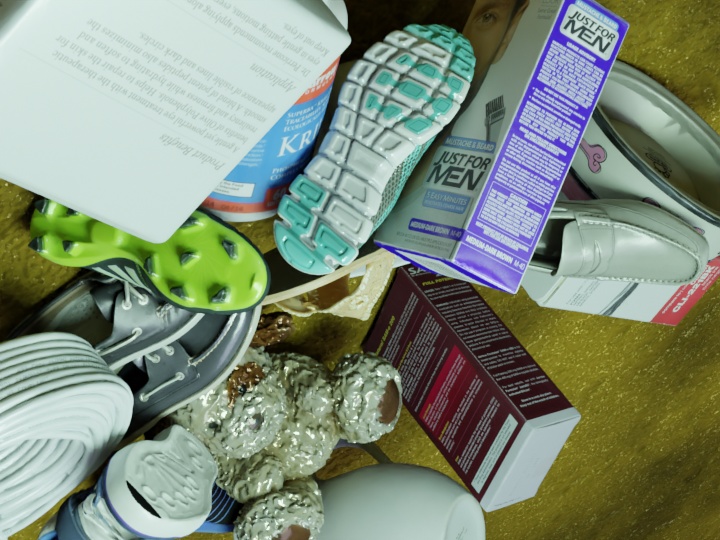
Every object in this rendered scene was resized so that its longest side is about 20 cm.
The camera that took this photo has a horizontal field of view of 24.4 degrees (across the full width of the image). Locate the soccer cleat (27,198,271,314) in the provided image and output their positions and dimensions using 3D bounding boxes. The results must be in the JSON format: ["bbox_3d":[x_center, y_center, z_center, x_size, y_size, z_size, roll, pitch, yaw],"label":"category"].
[{"bbox_3d":[-0.135,-0.015,1.136,0.081,0.200,0.068,7,96,-60],"label":"soccer cleat"}]

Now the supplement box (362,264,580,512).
[{"bbox_3d":[0.092,0.096,1.438,0.061,0.200,0.109,-12,141,-37],"label":"supplement box"}]

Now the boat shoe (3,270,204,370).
[{"bbox_3d":[-0.185,0.028,1.236,0.200,0.074,0.060,-32,152,11],"label":"boat shoe"}]

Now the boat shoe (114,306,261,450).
[{"bbox_3d":[-0.161,0.071,1.308,0.200,0.073,0.063,-41,150,17],"label":"boat shoe"}]

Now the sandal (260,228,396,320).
[{"bbox_3d":[0.003,0.002,1.209,0.212,0.078,0.070,-29,118,-17],"label":"sandal"}]

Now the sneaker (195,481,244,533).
[{"bbox_3d":[-0.137,0.185,1.470,0.200,0.070,0.078,-3,137,-43],"label":"sneaker"}]

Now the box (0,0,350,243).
[{"bbox_3d":[-0.157,-0.157,0.909,0.171,0.200,0.199,-46,146,13],"label":"box"}]

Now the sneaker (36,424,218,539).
[{"bbox_3d":[-0.186,0.194,1.246,0.146,0.081,0.200,-42,-179,8],"label":"sneaker"}]

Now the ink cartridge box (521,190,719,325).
[{"bbox_3d":[0.196,-0.036,1.417,0.200,0.144,0.084,7,128,-46],"label":"ink cartridge box"}]

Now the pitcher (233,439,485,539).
[{"bbox_3d":[0.012,0.209,1.469,0.172,0.200,0.121,-61,139,-37],"label":"pitcher"}]

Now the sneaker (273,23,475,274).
[{"bbox_3d":[0.007,-0.080,1.135,0.200,0.078,0.091,-54,174,-11],"label":"sneaker"}]

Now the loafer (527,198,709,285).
[{"bbox_3d":[0.160,-0.020,1.250,0.200,0.070,0.070,11,130,8],"label":"loafer"}]

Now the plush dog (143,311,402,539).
[{"bbox_3d":[-0.091,0.115,1.394,0.172,0.160,0.200,37,88,-37],"label":"plush dog"}]

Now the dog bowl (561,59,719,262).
[{"bbox_3d":[0.231,-0.080,1.346,0.200,0.200,0.074,9,131,-47],"label":"dog bowl"}]

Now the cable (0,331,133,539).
[{"bbox_3d":[-0.256,0.122,1.173,0.200,0.069,0.200,-32,159,-8],"label":"cable"}]

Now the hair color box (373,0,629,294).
[{"bbox_3d":[0.094,-0.093,1.138,0.065,0.109,0.200,27,84,-30],"label":"hair color box"}]

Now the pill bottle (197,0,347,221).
[{"bbox_3d":[-0.071,-0.138,1.086,0.112,0.112,0.200,-14,142,-29],"label":"pill bottle"}]

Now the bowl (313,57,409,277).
[{"bbox_3d":[0.035,-0.094,1.269,0.199,0.075,0.200,-15,141,-27],"label":"bowl"}]
